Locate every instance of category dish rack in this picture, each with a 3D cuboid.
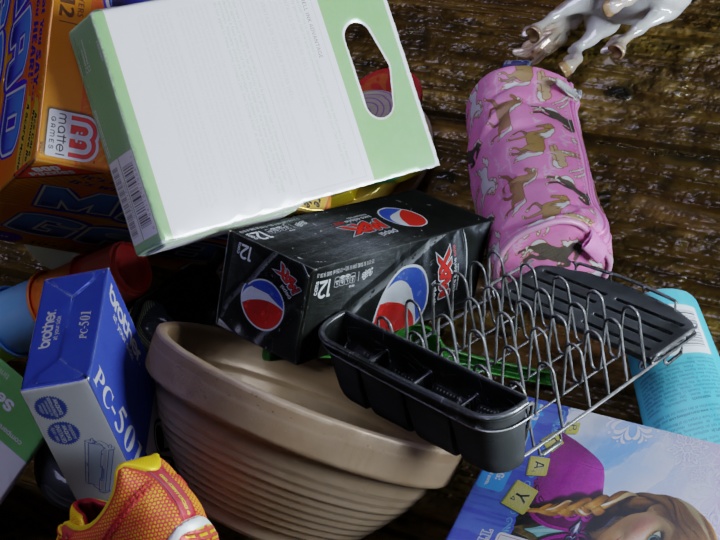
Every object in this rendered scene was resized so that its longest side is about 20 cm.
[{"bbox_3d":[0.093,0.039,1.033,0.199,0.055,0.153,-29,37,-33],"label":"dish rack"}]

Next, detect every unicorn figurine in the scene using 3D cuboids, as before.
[{"bbox_3d":[0.215,-0.201,1.337,0.199,0.074,0.137,15,40,43],"label":"unicorn figurine"}]

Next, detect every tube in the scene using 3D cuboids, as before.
[{"bbox_3d":[0.199,0.098,1.037,0.077,0.050,0.201,-21,44,13],"label":"tube"}]

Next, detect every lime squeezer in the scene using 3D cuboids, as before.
[{"bbox_3d":[0.020,0.057,1.119,0.199,0.038,0.071,7,24,-23],"label":"lime squeezer"}]

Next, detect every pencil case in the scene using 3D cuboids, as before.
[{"bbox_3d":[0.122,-0.061,1.220,0.082,0.087,0.201,12,39,-13],"label":"pencil case"}]

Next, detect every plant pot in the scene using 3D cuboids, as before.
[{"bbox_3d":[-0.043,0.109,1.057,0.200,0.200,0.093,24,96,41],"label":"plant pot"}]

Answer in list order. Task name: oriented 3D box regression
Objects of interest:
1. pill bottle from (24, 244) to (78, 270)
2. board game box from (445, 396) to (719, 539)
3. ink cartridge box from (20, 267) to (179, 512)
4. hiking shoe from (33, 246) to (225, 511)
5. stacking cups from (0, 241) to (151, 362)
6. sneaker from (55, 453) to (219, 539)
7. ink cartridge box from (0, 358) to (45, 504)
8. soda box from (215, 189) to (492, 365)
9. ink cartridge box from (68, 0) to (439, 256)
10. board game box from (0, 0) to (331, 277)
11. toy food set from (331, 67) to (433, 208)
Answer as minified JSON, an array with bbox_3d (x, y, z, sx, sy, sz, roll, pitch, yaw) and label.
[{"bbox_3d":[-0.205,-0.093,1.370,0.119,0.120,0.201,-10,41,13],"label":"pill bottle"},{"bbox_3d":[0.134,0.178,0.951,0.198,0.041,0.201,11,59,33],"label":"board game box"},{"bbox_3d":[-0.143,0.105,1.054,0.044,0.201,0.094,-10,40,10],"label":"ink cartridge box"},{"bbox_3d":[-0.153,0.067,1.167,0.075,0.101,0.201,27,52,3],"label":"hiking shoe"},{"bbox_3d":[-0.230,0.028,1.244,0.199,0.061,0.061,-23,35,28],"label":"stacking cups"},{"bbox_3d":[-0.148,0.176,1.013,0.073,0.200,0.077,-9,57,-50],"label":"sneaker"},{"bbox_3d":[-0.298,0.156,1.113,0.146,0.084,0.200,-28,24,49],"label":"ink cartridge box"},{"bbox_3d":[0.000,0.000,1.109,0.070,0.064,0.199,24,23,30],"label":"soda box"},{"bbox_3d":[-0.064,-0.104,1.088,0.199,0.146,0.048,-16,-3,-30],"label":"ink cartridge box"},{"bbox_3d":[-0.144,-0.126,1.194,0.200,0.199,0.201,154,122,-61],"label":"board game box"},{"bbox_3d":[-0.037,-0.087,1.344,0.197,0.049,0.200,-21,39,0],"label":"toy food set"}]
